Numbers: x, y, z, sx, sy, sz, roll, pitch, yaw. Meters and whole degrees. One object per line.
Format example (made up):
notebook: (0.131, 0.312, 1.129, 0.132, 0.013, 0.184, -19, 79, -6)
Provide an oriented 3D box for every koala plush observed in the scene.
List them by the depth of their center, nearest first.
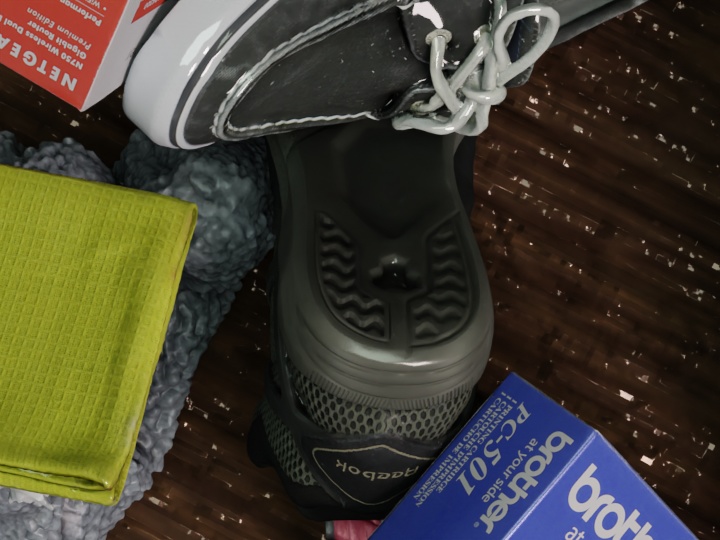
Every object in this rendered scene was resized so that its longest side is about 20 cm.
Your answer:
koala plush: (-0.134, 0.019, 0.775, 0.177, 0.200, 0.185, 18, 93, 6)

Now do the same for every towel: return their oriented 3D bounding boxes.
towel: (-0.148, 0.001, 0.675, 0.199, 0.018, 0.086, 11, 72, 8)

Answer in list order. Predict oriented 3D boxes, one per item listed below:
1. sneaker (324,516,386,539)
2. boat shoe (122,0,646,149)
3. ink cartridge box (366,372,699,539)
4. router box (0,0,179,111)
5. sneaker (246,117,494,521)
sneaker: (0.034, 0.146, 0.816, 0.074, 0.081, 0.201, -5, 89, 5)
boat shoe: (0.025, -0.075, 0.748, 0.199, 0.074, 0.068, -27, 66, -35)
ink cartridge box: (0.075, 0.124, 0.760, 0.094, 0.044, 0.200, -49, 129, -5)
router box: (-0.026, -0.158, 0.734, 0.049, 0.200, 0.180, 31, 118, 6)
sneaker: (0.000, 0.000, 0.793, 0.076, 0.200, 0.115, 5, 129, -8)
